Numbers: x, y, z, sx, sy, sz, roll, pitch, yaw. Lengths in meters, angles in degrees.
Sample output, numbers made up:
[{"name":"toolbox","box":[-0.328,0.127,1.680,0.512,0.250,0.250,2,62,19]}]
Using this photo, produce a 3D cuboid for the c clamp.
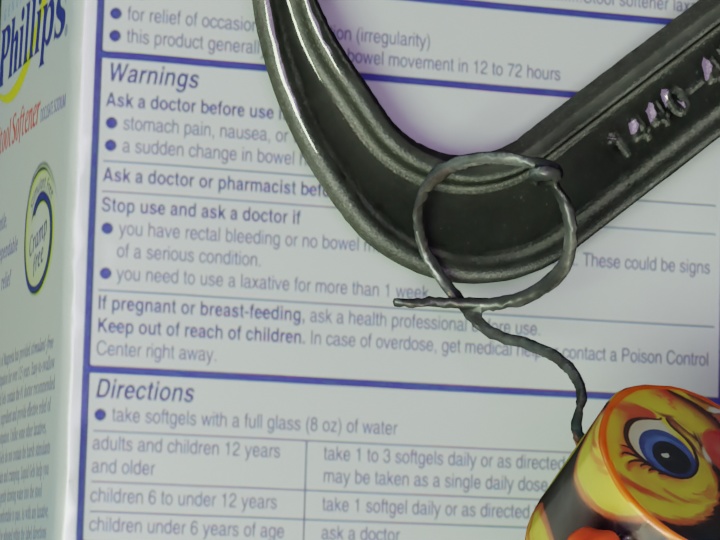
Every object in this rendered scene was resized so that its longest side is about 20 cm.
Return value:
[{"name":"c clamp","box":[0.047,-0.103,0.715,0.200,0.027,0.171,-43,104,-11]}]

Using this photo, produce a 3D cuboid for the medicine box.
[{"name":"medicine box","box":[0.000,0.000,0.761,0.182,0.103,0.200,4,82,-18]}]

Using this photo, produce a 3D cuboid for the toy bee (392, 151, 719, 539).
[{"name":"toy bee","box":[0.079,0.069,0.640,0.200,0.109,0.131,17,119,18]}]
